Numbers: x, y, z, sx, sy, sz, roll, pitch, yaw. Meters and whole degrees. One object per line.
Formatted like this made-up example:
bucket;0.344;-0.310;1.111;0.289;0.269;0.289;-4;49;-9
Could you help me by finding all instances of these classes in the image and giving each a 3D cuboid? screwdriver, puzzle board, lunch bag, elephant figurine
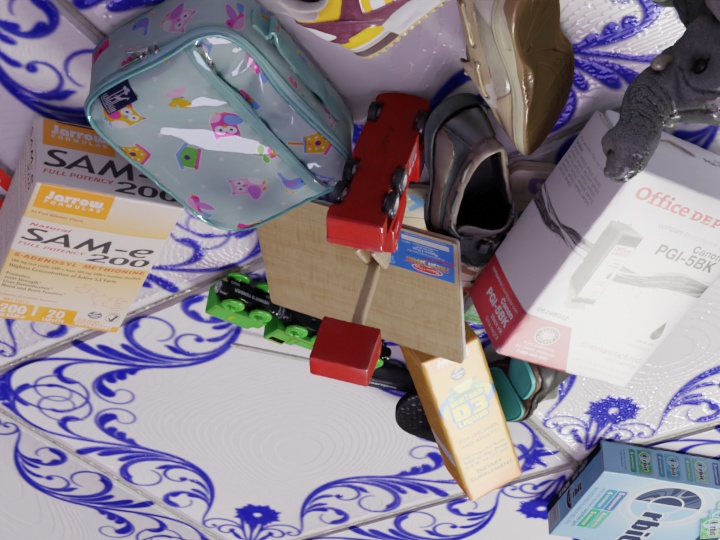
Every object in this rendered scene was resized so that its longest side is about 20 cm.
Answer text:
screwdriver;-0.035;0.095;1.308;0.199;0.028;0.029;14;171;-19
puzzle board;0.000;0.000;1.126;0.199;0.017;0.151;16;139;22
lunch bag;-0.104;-0.123;0.987;0.160;0.077;0.200;-20;137;28
elephant figurine;0.248;-0.148;0.828;0.141;0.200;0.155;22;139;-23

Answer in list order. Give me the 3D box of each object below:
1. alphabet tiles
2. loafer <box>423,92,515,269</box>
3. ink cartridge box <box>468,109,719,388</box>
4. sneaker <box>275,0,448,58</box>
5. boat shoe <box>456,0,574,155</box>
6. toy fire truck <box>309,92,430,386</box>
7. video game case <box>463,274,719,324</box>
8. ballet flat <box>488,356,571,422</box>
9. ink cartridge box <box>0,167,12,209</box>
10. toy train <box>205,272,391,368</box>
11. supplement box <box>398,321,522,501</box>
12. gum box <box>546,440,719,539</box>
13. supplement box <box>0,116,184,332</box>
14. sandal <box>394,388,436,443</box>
alphabet tiles;0.117;-0.029;1.149;0.195;0.015;0.200;5;142;-3
loafer;0.092;-0.055;1.031;0.072;0.063;0.200;-30;145;-10
ink cartridge box;0.207;-0.013;1.047;0.146;0.083;0.200;16;123;-27
sneaker;0.023;-0.220;0.854;0.090;0.075;0.200;21;139;-30
boat shoe;0.111;-0.159;0.944;0.065;0.072;0.200;30;165;25
toy fire truck;0.010;-0.027;1.003;0.049;0.200;0.141;12;141;11
video game case;0.217;0.009;1.170;0.199;0.022;0.182;12;141;-20
ballet flat;0.171;0.108;1.267;0.068;0.068;0.200;-22;171;-15
ink cartridge box;-0.398;-0.048;1.131;0.199;0.050;0.162;-11;141;22
toy train;-0.061;0.055;1.253;0.200;0.042;0.056;24;148;-25
supplement box;0.099;0.133;1.263;0.066;0.069;0.200;-27;124;-7
gum box;0.344;0.273;1.507;0.199;0.045;0.170;10;142;-11
supplement box;-0.243;-0.033;1.102;0.126;0.074;0.200;9;142;-24
sandal;0.099;0.160;1.382;0.075;0.045;0.200;-15;150;28
